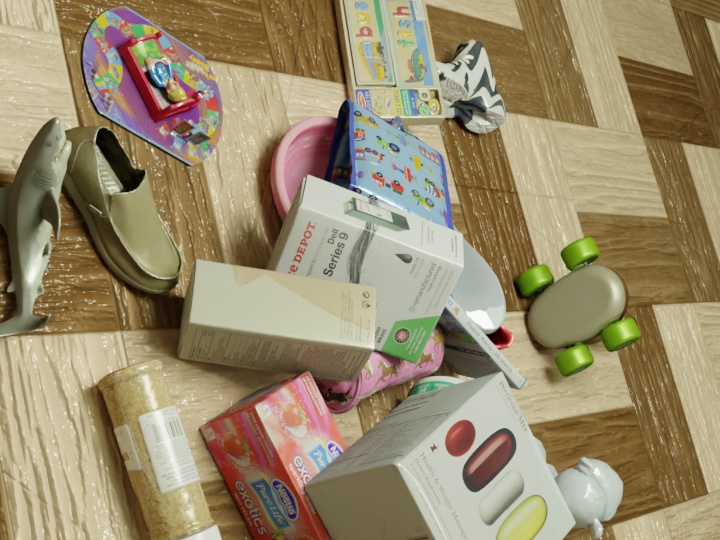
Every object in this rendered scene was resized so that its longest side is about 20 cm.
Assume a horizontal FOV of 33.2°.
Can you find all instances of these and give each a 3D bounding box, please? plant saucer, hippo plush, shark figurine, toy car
[{"bbox_3d":[-0.032,-0.092,1.510,0.199,0.051,0.203,17,60,-31],"label":"plant saucer"},{"bbox_3d":[0.249,0.279,1.578,0.199,0.160,0.161,-1,73,-49],"label":"hippo plush"},{"bbox_3d":[-0.333,-0.034,1.156,0.089,0.128,0.217,10,80,-18],"label":"shark figurine"},{"bbox_3d":[0.354,0.058,1.837,0.199,0.157,0.166,6,56,-59],"label":"toy car"}]

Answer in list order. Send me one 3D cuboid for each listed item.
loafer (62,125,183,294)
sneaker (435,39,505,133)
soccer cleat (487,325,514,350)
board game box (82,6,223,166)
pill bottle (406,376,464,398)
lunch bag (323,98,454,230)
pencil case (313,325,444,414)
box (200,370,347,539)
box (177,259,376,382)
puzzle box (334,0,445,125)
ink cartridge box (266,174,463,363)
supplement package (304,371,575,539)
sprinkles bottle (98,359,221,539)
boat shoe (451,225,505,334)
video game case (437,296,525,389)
[{"bbox_3d":[-0.247,-0.064,1.256,0.201,0.067,0.076,55,40,-14],"label":"loafer"},{"bbox_3d":[0.139,-0.300,1.816,0.198,0.079,0.131,18,53,-37],"label":"sneaker"},{"bbox_3d":[0.127,0.048,1.613,0.200,0.073,0.069,40,65,-32],"label":"soccer cleat"},{"bbox_3d":[-0.223,-0.221,1.383,0.199,0.039,0.159,30,51,-37],"label":"board game box"},{"bbox_3d":[0.088,0.237,1.453,0.113,0.113,0.201,44,43,-25],"label":"pill bottle"},{"bbox_3d":[0.035,-0.121,1.493,0.150,0.094,0.201,26,47,-22],"label":"lunch bag"},{"bbox_3d":[0.023,0.111,1.460,0.199,0.086,0.084,-16,117,-52],"label":"pencil case"},{"bbox_3d":[-0.069,0.225,1.292,0.102,0.094,0.202,-28,93,-51],"label":"box"},{"bbox_3d":[-0.089,0.056,1.289,0.198,0.095,0.078,10,60,-13],"label":"box"},{"bbox_3d":[0.040,-0.298,1.690,0.132,0.025,0.202,-3,71,-17],"label":"puzzle box"},{"bbox_3d":[0.000,0.000,1.379,0.198,0.147,0.084,20,29,-7],"label":"ink cartridge box"},{"bbox_3d":[0.087,0.245,1.260,0.200,0.146,0.193,-34,99,-45],"label":"supplement package"},{"bbox_3d":[-0.196,0.192,1.185,0.068,0.068,0.202,-12,81,-51],"label":"sprinkles bottle"},{"bbox_3d":[0.119,0.002,1.553,0.073,0.066,0.201,-18,65,-22],"label":"boat shoe"},{"bbox_3d":[0.108,0.074,1.537,0.200,0.143,0.018,47,71,-26],"label":"video game case"}]
